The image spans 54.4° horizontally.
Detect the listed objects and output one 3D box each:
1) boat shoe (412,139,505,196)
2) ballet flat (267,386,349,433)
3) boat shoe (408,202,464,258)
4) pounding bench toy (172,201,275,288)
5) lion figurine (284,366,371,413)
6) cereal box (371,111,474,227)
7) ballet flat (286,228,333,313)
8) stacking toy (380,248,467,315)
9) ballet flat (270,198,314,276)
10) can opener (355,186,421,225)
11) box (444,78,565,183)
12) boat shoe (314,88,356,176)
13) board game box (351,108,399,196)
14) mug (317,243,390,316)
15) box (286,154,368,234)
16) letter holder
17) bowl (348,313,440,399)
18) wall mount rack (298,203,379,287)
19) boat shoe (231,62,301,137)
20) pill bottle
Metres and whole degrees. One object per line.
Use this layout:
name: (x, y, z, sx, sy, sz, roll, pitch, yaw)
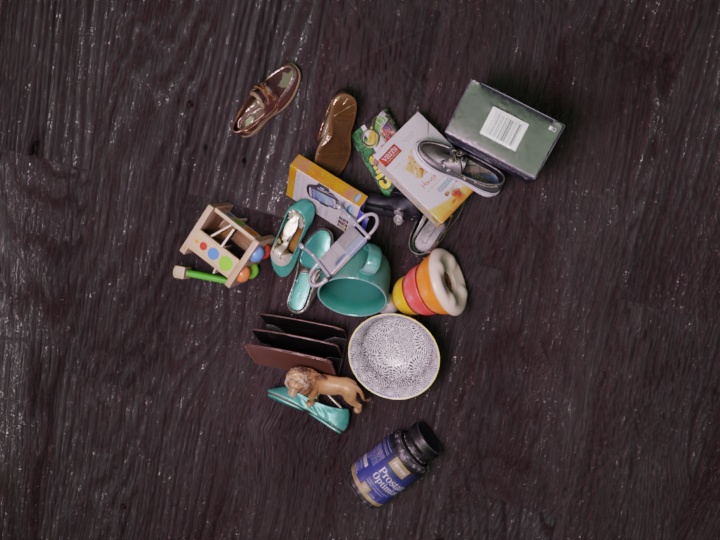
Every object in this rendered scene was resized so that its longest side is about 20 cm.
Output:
boat shoe: (0.201, -0.215, 1.412, 0.198, 0.057, 0.069, 25, 72, -5)
ballet flat: (-0.113, 0.299, 1.603, 0.198, 0.067, 0.071, 25, 77, 8)
boat shoe: (0.166, -0.119, 1.496, 0.073, 0.063, 0.203, 29, 96, 13)
pounding bench toy: (-0.307, -0.024, 1.571, 0.155, 0.124, 0.201, 37, 102, 4)
lion figurine: (-0.066, 0.253, 1.520, 0.197, 0.123, 0.073, 1, 54, -7)
cereal box: (0.139, -0.209, 1.451, 0.200, 0.040, 0.144, 44, 75, 1)
ballet flat: (-0.111, 0.000, 1.568, 0.067, 0.064, 0.202, 23, 95, 10)
stacking toy: (0.117, 0.047, 1.513, 0.198, 0.146, 0.148, -19, 93, 30)
ballet flat: (-0.162, -0.066, 1.541, 0.067, 0.070, 0.201, 33, 118, 13)
can opener: (0.043, -0.143, 1.508, 0.198, 0.079, 0.064, 9, 137, 29)
box: (0.281, -0.269, 1.386, 0.195, 0.200, 0.118, 29, 99, 7)
boat shoe: (-0.058, -0.293, 1.515, 0.071, 0.072, 0.202, 5, 120, -17)
board game box: (0.066, -0.233, 1.511, 0.104, 0.023, 0.201, -32, 90, 32)
mug: (0.002, 0.007, 1.495, 0.183, 0.116, 0.152, -17, 138, 33)
box: (-0.065, -0.156, 1.513, 0.199, 0.119, 0.042, 31, 62, 4)
letter holder: (-0.141, 0.157, 1.537, 0.197, 0.142, 0.102, 10, 68, 10)
bowl: (0.079, 0.170, 1.527, 0.198, 0.094, 0.203, 4, 110, 12)
wall mount rack: (-0.041, -0.045, 1.397, 0.200, 0.174, 0.074, -46, 128, 3)
boat shoe: (-0.210, -0.373, 1.535, 0.200, 0.072, 0.072, -42, 88, 13)
pill bottle: (0.077, 0.428, 1.558, 0.200, 0.112, 0.112, -40, 88, 13)
